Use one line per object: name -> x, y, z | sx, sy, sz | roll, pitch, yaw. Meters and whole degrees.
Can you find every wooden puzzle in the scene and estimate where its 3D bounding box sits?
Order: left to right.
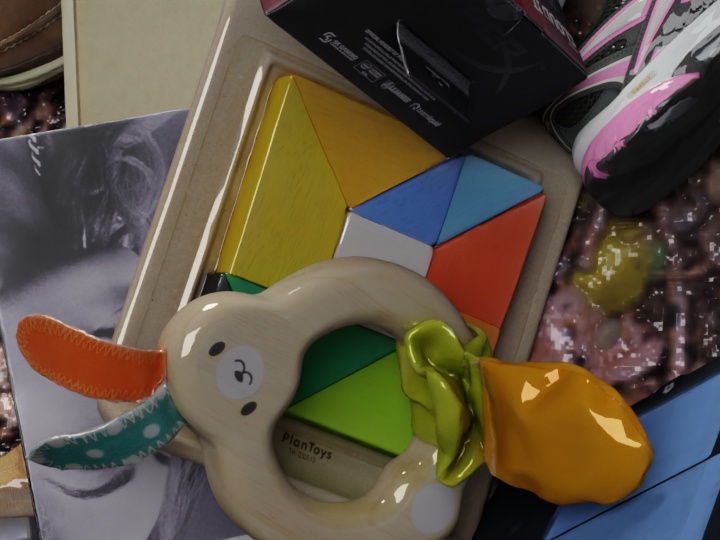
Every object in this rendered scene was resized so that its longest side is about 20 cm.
wooden puzzle -> 0.000, 0.000, 1.154 | 0.185, 0.037, 0.200 | 22, 75, -25

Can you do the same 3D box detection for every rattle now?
rattle -> -0.016, 0.062, 1.056 | 0.130, 0.200, 0.143 | -63, 35, 14

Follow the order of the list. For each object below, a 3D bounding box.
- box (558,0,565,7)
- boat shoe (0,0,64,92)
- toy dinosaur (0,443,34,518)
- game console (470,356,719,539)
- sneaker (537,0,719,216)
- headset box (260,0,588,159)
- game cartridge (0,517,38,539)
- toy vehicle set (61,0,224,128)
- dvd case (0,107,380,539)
box -> 0.043, -0.194, 1.236 | 0.156, 0.041, 0.200 | 16, 79, 35
boat shoe -> -0.116, -0.160, 1.251 | 0.202, 0.075, 0.075 | -36, 52, 16
toy dinosaur -> -0.130, 0.090, 1.189 | 0.200, 0.060, 0.106 | -21, 88, -9
game console -> 0.104, 0.097, 1.065 | 0.200, 0.031, 0.177 | -32, 22, 36
sneaker -> 0.152, -0.122, 1.190 | 0.200, 0.080, 0.086 | -39, 58, -5
headset box -> 0.008, -0.150, 1.121 | 0.075, 0.149, 0.200 | -30, 57, 19
game cartridge -> -0.187, 0.215, 1.204 | 0.129, 0.038, 0.200 | -14, 71, 15
toy vehicle set -> -0.065, -0.031, 1.211 | 0.124, 0.027, 0.201 | -1, 94, 14
dvd case -> -0.074, 0.033, 1.158 | 0.148, 0.016, 0.201 | -11, 91, -15
